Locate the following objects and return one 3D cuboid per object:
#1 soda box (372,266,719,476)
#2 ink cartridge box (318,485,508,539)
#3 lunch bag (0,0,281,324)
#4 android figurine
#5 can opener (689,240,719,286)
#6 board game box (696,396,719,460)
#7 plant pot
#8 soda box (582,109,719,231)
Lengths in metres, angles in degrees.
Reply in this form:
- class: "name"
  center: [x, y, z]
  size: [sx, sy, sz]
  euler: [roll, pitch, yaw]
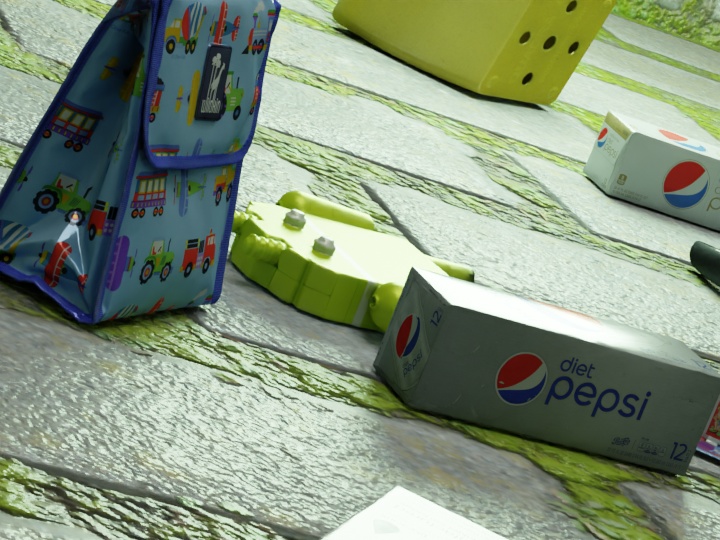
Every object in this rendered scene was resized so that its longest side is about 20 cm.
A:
- class: "soda box"
  center: [0.112, 0.060, 1.649]
  size: [0.199, 0.069, 0.063]
  euler: [15, 15, -27]
- class: "ink cartridge box"
  center: [0.034, 0.166, 1.066]
  size: [0.145, 0.085, 0.200]
  euler: [25, 14, 13]
- class: "lunch bag"
  center: [-0.116, -0.083, 1.551]
  size: [0.094, 0.201, 0.150]
  euler: [26, 14, 20]
- class: "android figurine"
  center: [0.000, 0.000, 1.766]
  size: [0.199, 0.041, 0.182]
  euler: [17, 15, -30]
- class: "can opener"
  center: [0.318, 0.005, 2.214]
  size: [0.063, 0.079, 0.200]
  euler: [10, 7, -13]
- class: "board game box"
  center: [0.206, 0.071, 1.810]
  size: [0.199, 0.039, 0.158]
  euler: [24, 13, 5]
- class: "plant pot"
  center: [0.131, -0.271, 2.740]
  size: [0.176, 0.201, 0.199]
  euler: [44, 23, 31]
- class: "soda box"
  center: [0.306, -0.079, 2.513]
  size: [0.199, 0.064, 0.068]
  euler: [16, 14, -21]
